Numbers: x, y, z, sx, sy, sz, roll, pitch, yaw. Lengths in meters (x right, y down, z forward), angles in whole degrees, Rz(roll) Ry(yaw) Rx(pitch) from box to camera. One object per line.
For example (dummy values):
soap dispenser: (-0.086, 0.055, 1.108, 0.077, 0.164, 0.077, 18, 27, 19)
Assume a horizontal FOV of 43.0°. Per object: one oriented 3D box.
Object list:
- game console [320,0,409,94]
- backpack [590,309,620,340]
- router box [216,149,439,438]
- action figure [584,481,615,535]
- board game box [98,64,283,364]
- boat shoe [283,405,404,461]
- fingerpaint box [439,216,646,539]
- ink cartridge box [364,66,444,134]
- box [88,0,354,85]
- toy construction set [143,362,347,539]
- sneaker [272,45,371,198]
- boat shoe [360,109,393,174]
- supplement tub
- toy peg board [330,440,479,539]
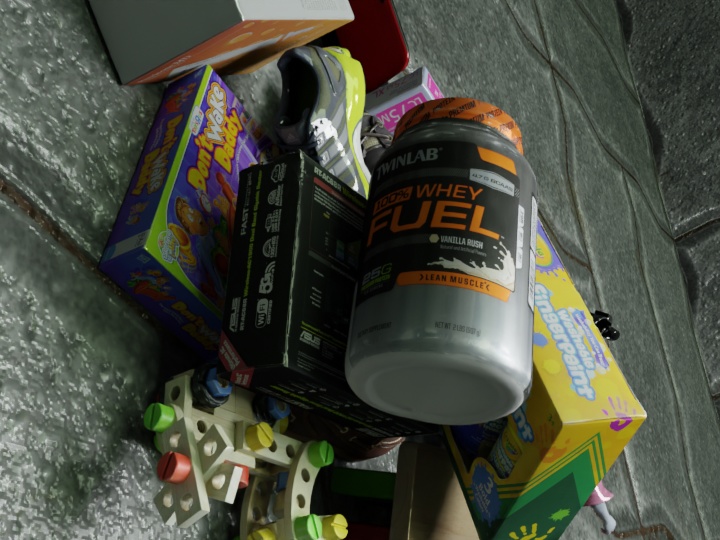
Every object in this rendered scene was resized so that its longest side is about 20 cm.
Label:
game console: (0.009, -0.299, 1.027, 0.172, 0.117, 0.203, -17, 89, -63)
backpack: (0.140, 0.107, 0.951, 0.190, 0.198, 0.156, -30, 133, -54)
router box: (-0.013, 0.027, 0.670, 0.199, 0.061, 0.152, 33, 54, -49)
action figure: (0.200, 0.216, 0.987, 0.148, 0.201, 0.134, 34, 12, -30)
board game box: (-0.115, -0.043, 0.712, 0.135, 0.044, 0.202, 48, 35, -37)
boat shoe: (-0.004, 0.122, 0.790, 0.199, 0.070, 0.071, 23, 52, -57)
fingerpaint box: (0.117, 0.084, 0.716, 0.072, 0.168, 0.202, -1, 47, -20)
ink cartridge box: (0.067, -0.120, 1.019, 0.200, 0.118, 0.042, 49, 32, -37)
box: (-0.109, -0.226, 0.751, 0.200, 0.123, 0.099, -31, 100, -62)
toy construction set: (-0.084, 0.138, 0.619, 0.200, 0.091, 0.133, 49, 33, -55)
sneaker: (-0.038, -0.095, 0.772, 0.080, 0.073, 0.203, 2, 78, -54)
boat shoe: (-0.003, -0.113, 0.835, 0.200, 0.071, 0.066, 45, -33, 44)
supplement tub: (0.059, -0.009, 0.622, 0.122, 0.121, 0.203, 40, 47, -45)
toy peg board: (0.049, 0.262, 0.799, 0.199, 0.097, 0.202, 27, 66, -52)
